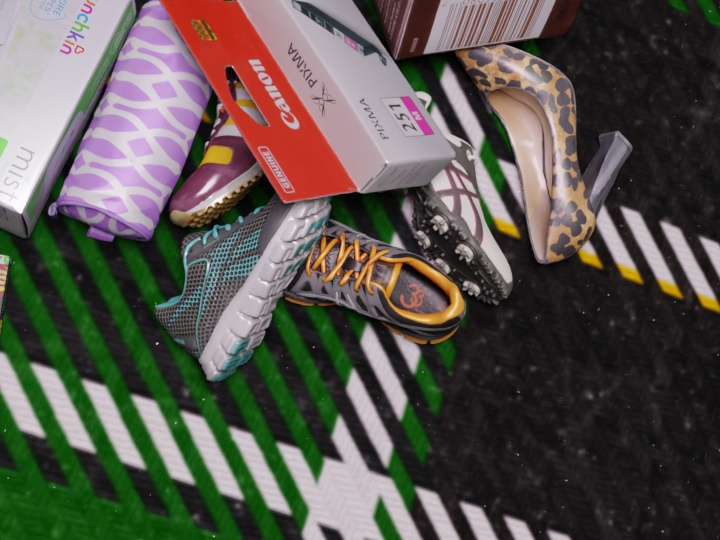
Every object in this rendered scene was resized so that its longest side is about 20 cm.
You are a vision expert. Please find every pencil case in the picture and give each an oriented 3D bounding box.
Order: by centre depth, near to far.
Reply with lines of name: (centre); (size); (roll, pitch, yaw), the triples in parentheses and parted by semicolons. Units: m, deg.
pencil case: (-0.173, -0.117, 0.949); (0.084, 0.086, 0.200); (22, 77, -3)

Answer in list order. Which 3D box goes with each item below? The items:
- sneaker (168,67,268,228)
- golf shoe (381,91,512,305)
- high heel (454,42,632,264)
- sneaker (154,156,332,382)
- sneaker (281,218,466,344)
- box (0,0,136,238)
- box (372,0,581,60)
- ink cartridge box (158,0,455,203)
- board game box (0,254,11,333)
sneaker: (-0.100, -0.120, 0.977); (0.090, 0.075, 0.200); (47, 65, -4)
golf shoe: (0.078, -0.065, 1.010); (0.088, 0.077, 0.200); (-38, 92, -24)
high heel: (0.137, -0.106, 1.031); (0.200, 0.071, 0.143); (35, 71, -13)
sneaker: (-0.097, -0.012, 0.926); (0.091, 0.078, 0.200); (35, 104, 10)
sneaker: (0.000, 0.000, 0.978); (0.200, 0.077, 0.078); (19, 79, -8)
box: (-0.298, -0.154, 0.920); (0.176, 0.097, 0.200); (25, 75, -7)
box: (0.088, -0.309, 0.978); (0.166, 0.164, 0.200); (-12, 66, -14)
ink cartridge box: (-0.038, -0.149, 0.915); (0.174, 0.044, 0.200); (-12, 65, -51)
board game box: (-0.378, 0.027, 0.907); (0.200, 0.023, 0.105); (7, 81, -13)
